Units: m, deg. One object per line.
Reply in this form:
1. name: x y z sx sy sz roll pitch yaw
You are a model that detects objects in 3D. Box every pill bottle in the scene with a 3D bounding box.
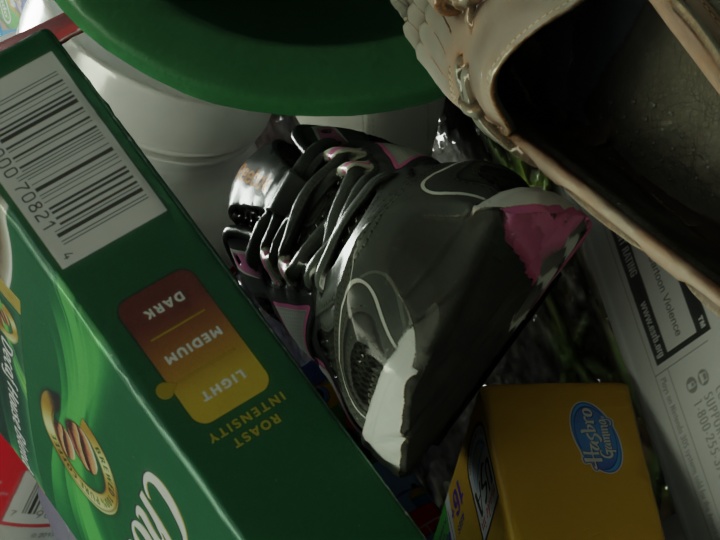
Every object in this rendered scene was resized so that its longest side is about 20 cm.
1. pill bottle: -0.099 -0.006 0.984 0.112 0.112 0.200 50 129 29

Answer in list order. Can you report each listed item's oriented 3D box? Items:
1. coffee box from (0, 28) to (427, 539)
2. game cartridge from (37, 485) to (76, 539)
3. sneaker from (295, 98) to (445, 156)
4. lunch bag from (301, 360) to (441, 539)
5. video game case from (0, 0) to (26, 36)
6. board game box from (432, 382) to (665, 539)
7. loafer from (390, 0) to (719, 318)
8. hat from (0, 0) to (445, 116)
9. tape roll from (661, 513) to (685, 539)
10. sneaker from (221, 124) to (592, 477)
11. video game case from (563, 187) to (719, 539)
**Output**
1. coffee box: -0.048 0.047 0.776 0.200 0.044 0.123 53 156 16
2. game cartridge: -0.047 0.119 0.886 0.200 0.038 0.130 63 152 26
3. sneaker: -0.047 -0.106 0.901 0.200 0.099 0.078 64 152 9
4. lunch bag: -0.016 0.151 1.053 0.151 0.094 0.200 53 157 21
5. video game case: -0.098 -0.153 1.042 0.200 0.018 0.143 3 111 59
6. board game box: 0.051 0.152 0.743 0.153 0.040 0.200 104 162 -46
7. loafer: 0.060 -0.046 0.681 0.200 0.063 0.072 41 126 30
8. hat: -0.034 -0.120 0.840 0.176 0.200 0.166 176 92 -82
9. tape roll: 0.120 0.162 0.832 0.202 0.071 0.203 39 141 42
10. sneaker: 0.000 0.000 0.773 0.086 0.080 0.200 36 173 3
11. video game case: 0.133 0.021 0.689 0.182 0.023 0.200 -40 60 48
